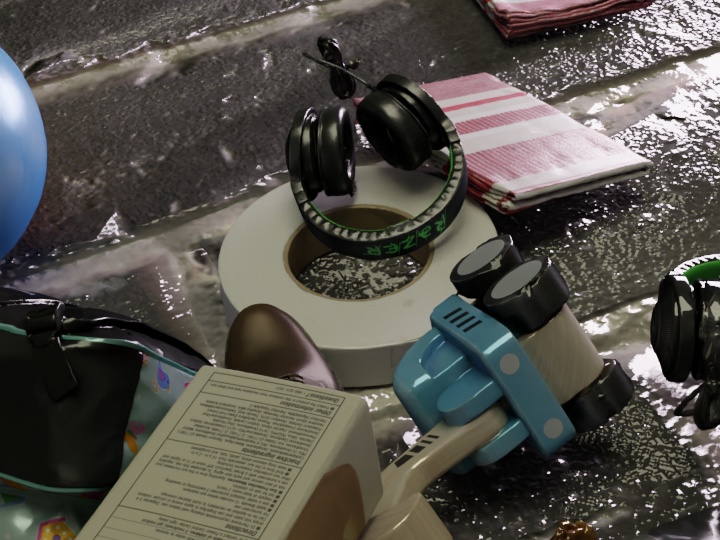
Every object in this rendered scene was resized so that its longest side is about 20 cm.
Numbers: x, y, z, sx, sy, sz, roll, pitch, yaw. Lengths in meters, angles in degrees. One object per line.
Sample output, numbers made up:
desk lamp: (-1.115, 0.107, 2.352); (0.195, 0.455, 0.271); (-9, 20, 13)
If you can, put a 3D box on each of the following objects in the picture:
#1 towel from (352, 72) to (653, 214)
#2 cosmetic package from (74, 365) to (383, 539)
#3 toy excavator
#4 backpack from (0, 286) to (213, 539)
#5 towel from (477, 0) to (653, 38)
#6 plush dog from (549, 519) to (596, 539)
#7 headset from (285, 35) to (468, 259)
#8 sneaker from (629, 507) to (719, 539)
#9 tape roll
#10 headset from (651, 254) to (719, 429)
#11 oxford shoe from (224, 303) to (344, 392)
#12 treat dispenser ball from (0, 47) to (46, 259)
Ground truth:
towel: (0.104, -0.099, 1.120); (0.143, 0.023, 0.200); (-15, 34, -31)
cosmetic package: (-0.075, 0.143, 0.711); (0.104, 0.072, 0.201); (10, 42, 25)
toy excavator: (0.058, 0.090, 0.859); (0.199, 0.100, 0.194); (-38, 17, -4)
backpack: (-0.168, 0.091, 0.827); (0.173, 0.156, 0.200); (7, -2, 20)
towel: (0.163, -0.281, 1.352); (0.142, 0.023, 0.201); (-14, 40, -12)
plush dog: (0.076, 0.188, 0.712); (0.197, 0.163, 0.172); (9, 0, 2)
headset: (0.004, -0.089, 1.062); (0.122, 0.094, 0.202); (-20, 57, -1)
sneaker: (0.214, 0.191, 0.748); (0.081, 0.074, 0.200); (-23, 44, -24)
tape roll: (0.000, 0.000, 1.029); (0.200, 0.037, 0.204); (-2, 40, 2)
headset: (0.237, 0.032, 0.909); (0.122, 0.095, 0.200); (13, 31, 22)
oxford shoe: (-0.041, 0.084, 0.877); (0.072, 0.085, 0.201); (-18, 47, -5)
treat dispenser ball: (-0.321, -0.082, 1.032); (0.198, 0.203, 0.202); (-3, 39, 2)
